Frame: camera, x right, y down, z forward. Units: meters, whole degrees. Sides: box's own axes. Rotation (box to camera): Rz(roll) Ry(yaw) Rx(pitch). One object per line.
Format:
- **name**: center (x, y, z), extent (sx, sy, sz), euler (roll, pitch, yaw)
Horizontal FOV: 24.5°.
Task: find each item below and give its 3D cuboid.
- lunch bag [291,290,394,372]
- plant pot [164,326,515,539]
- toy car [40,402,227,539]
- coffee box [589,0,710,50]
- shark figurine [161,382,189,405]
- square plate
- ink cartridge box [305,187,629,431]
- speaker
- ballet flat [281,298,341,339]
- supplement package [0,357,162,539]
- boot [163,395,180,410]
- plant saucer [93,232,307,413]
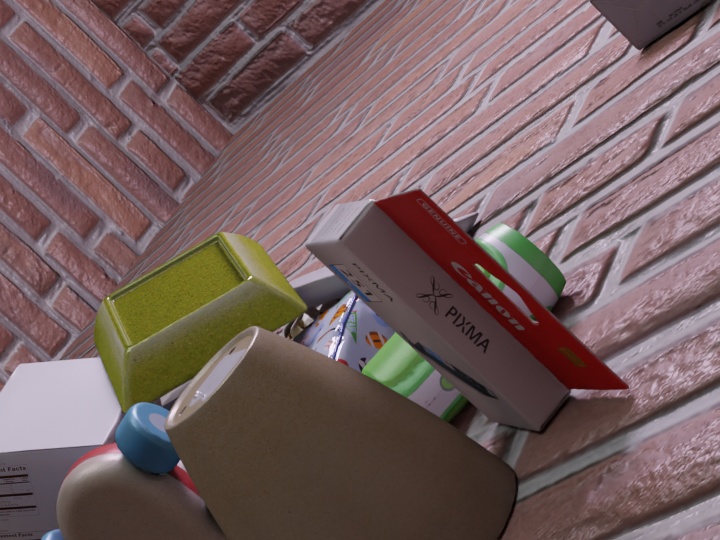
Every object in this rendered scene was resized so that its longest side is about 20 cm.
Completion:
- **lunch bag**: center (-0.037, 0.111, 1.558), extent (0.160, 0.076, 0.200), euler (-42, 13, 35)
- **plant pot**: center (-0.029, 0.137, 1.126), extent (0.187, 0.200, 0.187), euler (-44, 12, 11)
- **toy car**: center (-0.171, 0.203, 1.487), extent (0.185, 0.177, 0.200), euler (-55, 5, 18)
- **coffee box**: center (0.331, -0.335, 1.706), extent (0.113, 0.080, 0.200), euler (-34, 18, 50)
- **shark figurine**: center (-0.267, 0.188, 2.089), extent (0.128, 0.089, 0.215), euler (-36, 14, 48)
- **square plate**: center (0.000, 0.000, 1.687), extent (0.200, 0.029, 0.198), euler (-20, 5, 35)
- **ink cartridge box**: center (0.067, 0.030, 1.136), extent (0.045, 0.200, 0.176), euler (-50, 12, -13)
- **speaker**: center (0.071, 0.060, 1.312), extent (0.200, 0.088, 0.088), euler (-48, 12, -6)
- **ballet flat**: center (-0.029, 0.059, 1.718), extent (0.067, 0.064, 0.200), euler (-52, 13, -26)
- **supplement package**: center (-0.275, 0.216, 1.633), extent (0.146, 0.201, 0.191), euler (-6, 24, 10)
- **boot**: center (-0.196, 0.151, 1.950), extent (0.200, 0.066, 0.165), euler (-41, 29, 38)
- **plant saucer**: center (-0.172, 0.036, 1.627), extent (0.199, 0.048, 0.200), euler (-30, 26, -6)
